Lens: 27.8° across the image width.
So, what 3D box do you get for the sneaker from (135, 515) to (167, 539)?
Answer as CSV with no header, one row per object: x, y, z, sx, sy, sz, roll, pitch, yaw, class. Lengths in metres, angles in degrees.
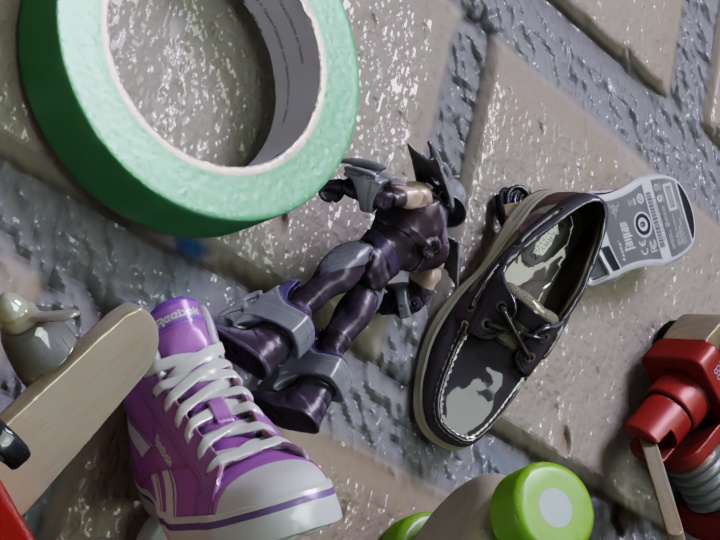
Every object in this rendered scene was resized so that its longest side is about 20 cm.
-0.057,0.219,0.786,0.075,0.088,0.201,-25,100,-42,sneaker

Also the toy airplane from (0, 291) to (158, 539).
-0.193,0.105,0.660,0.200,0.141,0.200,-9,126,-54,toy airplane

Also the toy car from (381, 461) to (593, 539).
0.106,0.232,0.849,0.200,0.164,0.158,40,56,-9,toy car

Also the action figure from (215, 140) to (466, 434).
0.000,0.000,0.876,0.200,0.069,0.130,-45,132,-28,action figure

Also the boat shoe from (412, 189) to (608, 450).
0.102,0.027,0.963,0.072,0.065,0.200,38,71,-13,boat shoe

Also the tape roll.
-0.092,-0.121,0.823,0.200,0.048,0.201,10,73,-36,tape roll

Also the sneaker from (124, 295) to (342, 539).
-0.078,0.072,0.717,0.072,0.200,0.115,-14,98,-27,sneaker

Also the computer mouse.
0.174,-0.021,1.082,0.200,0.044,0.110,-14,89,-38,computer mouse

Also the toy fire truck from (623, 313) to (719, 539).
0.263,0.153,1.094,0.200,0.129,0.176,-43,113,-27,toy fire truck
